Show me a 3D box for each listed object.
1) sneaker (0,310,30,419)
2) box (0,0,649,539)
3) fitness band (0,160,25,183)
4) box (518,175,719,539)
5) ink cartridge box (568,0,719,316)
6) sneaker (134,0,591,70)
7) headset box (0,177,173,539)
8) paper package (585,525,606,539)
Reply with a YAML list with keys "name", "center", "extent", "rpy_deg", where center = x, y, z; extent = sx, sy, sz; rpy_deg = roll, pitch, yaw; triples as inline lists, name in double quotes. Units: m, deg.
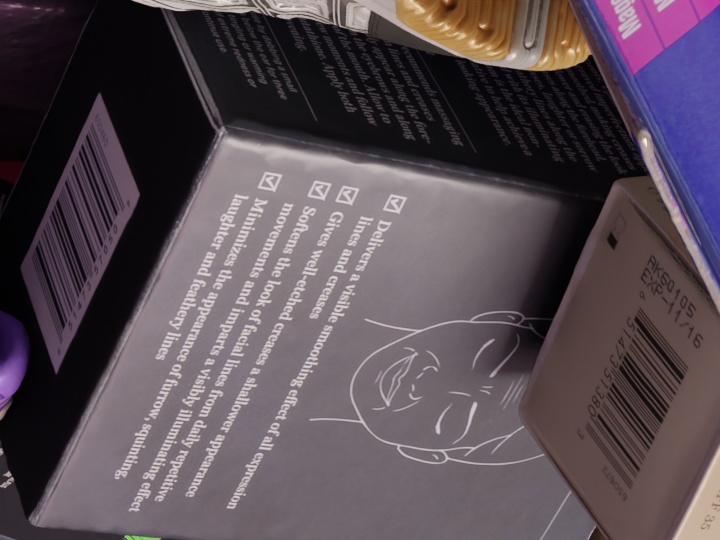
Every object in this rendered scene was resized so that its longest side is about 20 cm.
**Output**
- name: "sneaker"
  center: [-0.171, -0.029, 0.722]
  extent: [0.083, 0.081, 0.200]
  rpy_deg: [-32, 112, 33]
- name: "box"
  center: [0.000, 0.000, 0.778]
  extent: [0.199, 0.107, 0.149]
  rpy_deg: [10, 124, -30]
- name: "fitness band"
  center: [-0.103, 0.008, 0.959]
  extent: [0.199, 0.038, 0.143]
  rpy_deg: [15, 153, -37]
- name: "box"
  center: [0.157, 0.023, 0.744]
  extent: [0.199, 0.078, 0.095]
  rpy_deg: [-7, 133, -31]
- name: "ink cartridge box"
  center: [0.071, -0.052, 0.552]
  extent: [0.043, 0.201, 0.197]
  rpy_deg: [-28, 141, 7]
- name: "sneaker"
  center: [-0.019, -0.101, 0.668]
  extent: [0.199, 0.076, 0.087]
  rpy_deg: [13, 172, -35]
- name: "headset box"
  center: [-0.152, 0.047, 0.881]
  extent: [0.199, 0.093, 0.174]
  rpy_deg: [24, 145, -24]
- name: "paper package"
  center: [0.171, 0.043, 0.876]
  extent: [0.199, 0.192, 0.103]
  rpy_deg: [10, 155, -28]
